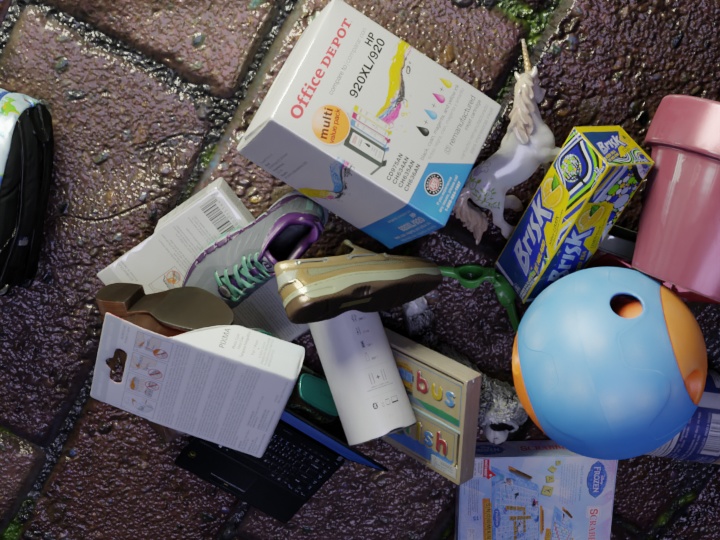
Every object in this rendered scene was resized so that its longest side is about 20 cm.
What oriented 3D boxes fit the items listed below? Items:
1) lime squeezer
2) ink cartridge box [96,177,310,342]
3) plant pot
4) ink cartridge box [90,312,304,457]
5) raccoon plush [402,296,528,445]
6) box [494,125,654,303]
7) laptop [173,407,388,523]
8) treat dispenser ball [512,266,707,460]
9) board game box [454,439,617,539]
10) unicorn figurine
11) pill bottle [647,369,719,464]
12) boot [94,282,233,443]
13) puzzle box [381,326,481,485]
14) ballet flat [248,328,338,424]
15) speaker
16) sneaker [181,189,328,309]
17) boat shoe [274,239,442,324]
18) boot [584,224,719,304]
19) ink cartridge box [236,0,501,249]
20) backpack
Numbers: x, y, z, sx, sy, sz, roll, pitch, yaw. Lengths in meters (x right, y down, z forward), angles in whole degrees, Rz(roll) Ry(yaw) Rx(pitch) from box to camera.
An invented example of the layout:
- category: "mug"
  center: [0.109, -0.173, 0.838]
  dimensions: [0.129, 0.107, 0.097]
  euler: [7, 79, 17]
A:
- category: "lime squeezer"
  center: [0.136, 0.022, 1.191]
  dimensions: [0.200, 0.038, 0.071]
  euler: [30, 140, -14]
- category: "ink cartridge box"
  center: [-0.170, 0.023, 1.168]
  dimensions: [0.176, 0.045, 0.200]
  euler: [-33, 109, 11]
- category: "plant pot"
  center: [0.374, -0.063, 1.048]
  dimensions: [0.199, 0.200, 0.180]
  euler: [19, 96, -10]
- category: "ink cartridge box"
  center: [-0.173, 0.110, 1.062]
  dimensions: [0.199, 0.047, 0.160]
  euler: [21, 137, -4]
- category: "raccoon plush"
  center: [0.134, 0.115, 1.197]
  dimensions: [0.133, 0.097, 0.201]
  euler: [-13, 112, -5]
- category: "box"
  center: [0.222, -0.057, 1.081]
  dimensions: [0.070, 0.064, 0.200]
  euler: [-7, 139, -32]
- category: "laptop"
  center: [-0.098, 0.233, 1.214]
  dimensions: [0.177, 0.103, 0.200]
  euler: [35, 110, -21]
- category: "treat dispenser ball"
  center: [0.260, 0.097, 1.068]
  dimensions: [0.200, 0.201, 0.202]
  euler: [-1, 113, -2]
- category: "board game box"
  center: [0.221, 0.313, 1.304]
  dimensions: [0.199, 0.041, 0.201]
  euler: [-1, 112, -1]
- category: "unicorn figurine"
  center: [0.174, -0.123, 1.100]
  dimensions: [0.137, 0.074, 0.200]
  euler: [38, 89, -35]
- category: "pill bottle"
  center: [0.345, 0.164, 1.209]
  dimensions: [0.199, 0.111, 0.111]
  euler: [9, 112, -5]
- category: "boot"
  center: [-0.197, 0.114, 1.130]
  dimensions: [0.186, 0.064, 0.201]
  euler: [12, 126, 32]
- category: "puzzle box"
  center: [0.053, 0.144, 1.161]
  dimensions: [0.025, 0.200, 0.134]
  euler: [-18, 119, -40]
- category: "ballet flat"
  center: [-0.096, 0.130, 1.172]
  dimensions: [0.074, 0.074, 0.200]
  euler: [-32, 136, 11]
- category: "speaker"
  center: [-0.007, 0.087, 1.126]
  dimensions: [0.081, 0.081, 0.201]
  euler: [-20, 84, 6]
- category: "sneaker"
  center: [-0.120, -0.009, 1.088]
  dimensions: [0.200, 0.088, 0.074]
  euler: [-41, 108, 12]
- category: "boat shoe"
  center: [0.000, 0.000, 1.074]
  dimensions: [0.199, 0.076, 0.072]
  euler: [-6, 151, -39]
- category: "boot"
  center: [0.335, 0.039, 1.181]
  dimensions: [0.199, 0.072, 0.145]
  euler: [17, 111, 0]
- category: "ink cartridge box"
  center: [0.004, -0.143, 1.024]
  dimensions: [0.200, 0.145, 0.148]
  euler: [30, 75, -14]
- category: "backpack"
  center: [-0.389, -0.091, 1.060]
  dimensions: [0.153, 0.163, 0.201]
  euler: [27, 103, 3]
